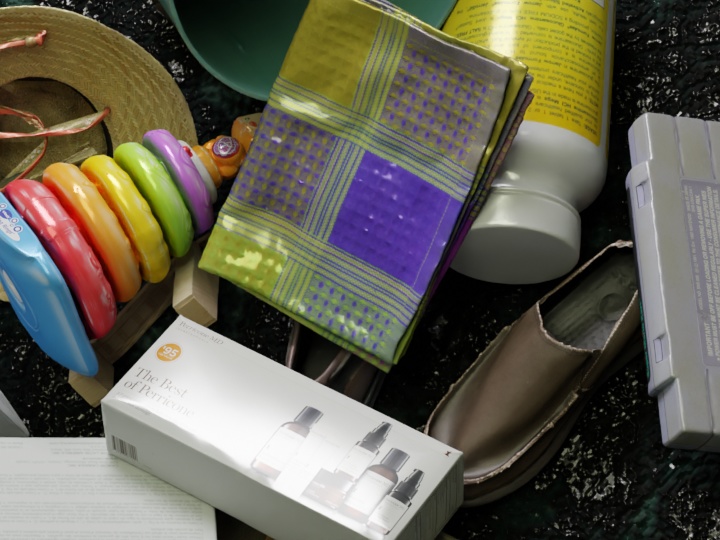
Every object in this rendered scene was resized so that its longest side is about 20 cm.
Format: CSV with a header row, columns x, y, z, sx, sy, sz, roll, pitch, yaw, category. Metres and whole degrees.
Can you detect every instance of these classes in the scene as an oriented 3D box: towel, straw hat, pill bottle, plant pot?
x,y,z,sx,sy,sz,roll,pitch,yaw,category
0.001,-0.058,1.471,0.143,0.023,0.201,29,106,12,towel
-0.202,-0.085,1.619,0.200,0.202,0.085,-29,23,1,straw hat
0.095,-0.100,1.535,0.111,0.113,0.202,-1,65,16,pill bottle
-0.052,-0.225,1.523,0.200,0.201,0.161,-38,39,-3,plant pot

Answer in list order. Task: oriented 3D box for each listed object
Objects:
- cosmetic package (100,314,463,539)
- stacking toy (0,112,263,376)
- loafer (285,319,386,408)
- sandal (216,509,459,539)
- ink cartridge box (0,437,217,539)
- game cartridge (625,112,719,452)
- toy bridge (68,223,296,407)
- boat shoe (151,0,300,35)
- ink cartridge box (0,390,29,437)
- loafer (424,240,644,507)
x,y,z,sx,sy,sz,roll,pitch,yaw,category
-0.045,0.103,1.461,0.199,0.051,0.083,24,50,23,cosmetic package
-0.128,-0.041,1.553,0.199,0.110,0.116,-31,49,-14,stacking toy
0.000,0.000,1.545,0.071,0.063,0.201,9,69,20,loafer
-0.003,0.164,1.474,0.199,0.054,0.081,16,71,29,sandal
-0.160,0.173,1.442,0.159,0.048,0.201,1,38,-7,ink cartridge box
0.219,0.010,1.459,0.129,0.038,0.202,5,64,-16,game cartridge
-0.101,0.010,1.566,0.199,0.027,0.067,-34,28,18,toy bridge
-0.055,-0.163,1.632,0.199,0.076,0.072,35,77,25,boat shoe
-0.299,0.040,1.537,0.084,0.200,0.145,-37,62,-3,ink cartridge box
0.104,0.050,1.487,0.073,0.071,0.200,39,81,27,loafer
